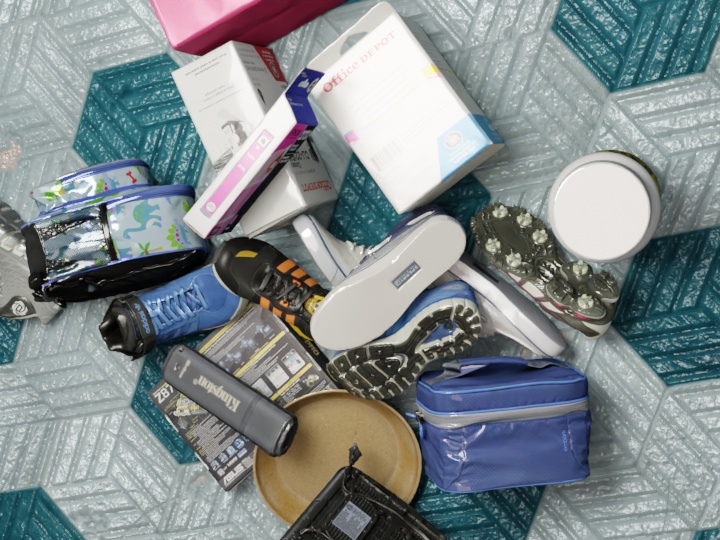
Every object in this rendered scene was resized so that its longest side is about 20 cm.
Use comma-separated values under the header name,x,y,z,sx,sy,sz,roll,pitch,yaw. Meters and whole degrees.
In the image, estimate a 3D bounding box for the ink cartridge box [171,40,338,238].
name,x,y,z,sx,sy,sz,roll,pitch,yaw
ink cartridge box,-0.116,-0.149,1.328,0.083,0.144,0.201,-24,91,15

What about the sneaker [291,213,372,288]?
name,x,y,z,sx,sy,sz,roll,pitch,yaw
sneaker,0.000,0.000,1.338,0.071,0.073,0.200,-40,116,0

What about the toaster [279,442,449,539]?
name,x,y,z,sx,sy,sz,roll,pitch,yaw
toaster,-0.001,0.329,1.289,0.180,0.200,0.119,37,125,7

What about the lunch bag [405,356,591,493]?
name,x,y,z,sx,sy,sz,roll,pitch,yaw
lunch bag,0.148,0.159,1.281,0.198,0.136,0.134,-4,94,-10

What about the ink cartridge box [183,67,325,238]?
name,x,y,z,sx,sy,sz,roll,pitch,yaw
ink cartridge box,-0.099,-0.120,1.204,0.037,0.095,0.200,39,102,5

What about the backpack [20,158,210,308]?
name,x,y,z,sx,sy,sz,roll,pitch,yaw
backpack,-0.284,-0.049,1.361,0.198,0.183,0.148,-12,87,-5

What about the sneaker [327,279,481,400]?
name,x,y,z,sx,sy,sz,roll,pitch,yaw
sneaker,0.051,0.074,1.300,0.199,0.089,0.079,-29,113,24

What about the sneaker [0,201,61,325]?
name,x,y,z,sx,sy,sz,roll,pitch,yaw
sneaker,-0.455,-0.005,1.473,0.200,0.075,0.116,40,107,6

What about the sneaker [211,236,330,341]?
name,x,y,z,sx,sy,sz,roll,pitch,yaw
sneaker,-0.075,0.025,1.315,0.090,0.200,0.070,15,72,51

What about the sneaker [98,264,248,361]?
name,x,y,z,sx,sy,sz,roll,pitch,yaw
sneaker,-0.225,0.050,1.364,0.199,0.111,0.077,-17,95,39

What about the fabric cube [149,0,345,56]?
name,x,y,z,sx,sy,sz,roll,pitch,yaw
fabric cube,-0.128,-0.366,1.280,0.198,0.200,0.197,-26,89,14

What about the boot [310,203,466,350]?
name,x,y,z,sx,sy,sz,roll,pitch,yaw
boot,0.027,0.007,1.278,0.199,0.090,0.073,-36,108,3

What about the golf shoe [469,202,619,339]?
name,x,y,z,sx,sy,sz,roll,pitch,yaw
golf shoe,0.197,0.005,1.298,0.077,0.088,0.200,-37,59,-17

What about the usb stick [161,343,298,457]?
name,x,y,z,sx,sy,sz,roll,pitch,yaw
usb stick,-0.154,0.149,1.354,0.199,0.033,0.056,29,100,30

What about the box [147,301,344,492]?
name,x,y,z,sx,sy,sz,roll,pitch,yaw
box,-0.138,0.146,1.419,0.200,0.049,0.161,-43,87,15

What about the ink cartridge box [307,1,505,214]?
name,x,y,z,sx,sy,sz,roll,pitch,yaw
ink cartridge box,0.047,-0.183,1.291,0.128,0.125,0.201,-36,86,15

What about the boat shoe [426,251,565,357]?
name,x,y,z,sx,sy,sz,roll,pitch,yaw
boat shoe,0.142,0.042,1.327,0.200,0.073,0.066,41,108,18

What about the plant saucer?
name,x,y,z,sx,sy,sz,roll,pitch,yaw
plant saucer,-0.027,0.223,1.381,0.198,0.035,0.202,0,112,0

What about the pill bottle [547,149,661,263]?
name,x,y,z,sx,sy,sz,roll,pitch,yaw
pill bottle,0.255,-0.068,1.211,0.113,0.200,0.115,2,97,14
